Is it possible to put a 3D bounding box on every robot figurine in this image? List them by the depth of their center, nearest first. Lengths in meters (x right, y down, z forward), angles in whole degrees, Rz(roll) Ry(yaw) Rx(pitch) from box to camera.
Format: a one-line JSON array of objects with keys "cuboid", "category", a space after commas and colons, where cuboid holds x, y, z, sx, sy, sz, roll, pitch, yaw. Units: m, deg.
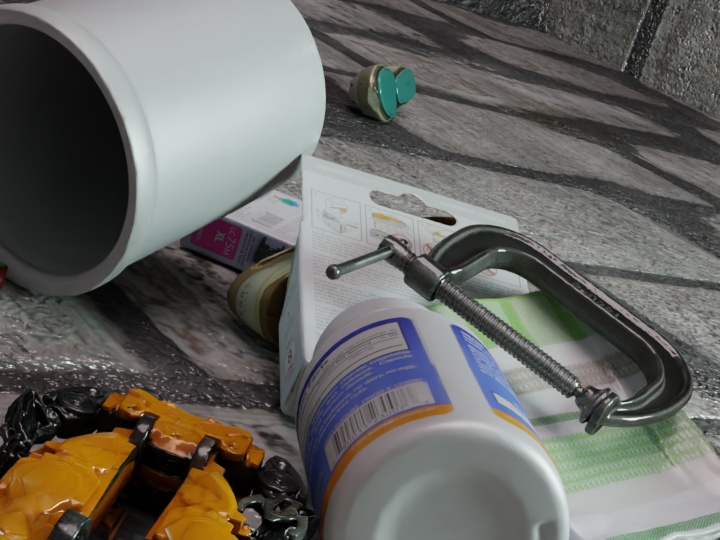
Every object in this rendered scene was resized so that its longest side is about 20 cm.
[{"cuboid": [-0.096, 0.107, 0.664, 0.144, 0.059, 0.200, 21, 16, 3], "category": "robot figurine"}]

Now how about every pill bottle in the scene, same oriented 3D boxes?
[{"cuboid": [0.026, 0.085, 0.791, 0.111, 0.113, 0.200, 16, 15, -13], "category": "pill bottle"}]

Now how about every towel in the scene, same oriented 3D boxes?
[{"cuboid": [0.133, 0.085, 0.932, 0.148, 0.031, 0.201, -6, 48, -40], "category": "towel"}]

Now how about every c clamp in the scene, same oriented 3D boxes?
[{"cuboid": [0.095, 0.034, 0.939, 0.199, 0.027, 0.171, 34, 31, 14], "category": "c clamp"}]

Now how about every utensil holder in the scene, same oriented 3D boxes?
[{"cuboid": [-0.140, -0.097, 1.009, 0.169, 0.171, 0.200, 26, 31, 23], "category": "utensil holder"}]

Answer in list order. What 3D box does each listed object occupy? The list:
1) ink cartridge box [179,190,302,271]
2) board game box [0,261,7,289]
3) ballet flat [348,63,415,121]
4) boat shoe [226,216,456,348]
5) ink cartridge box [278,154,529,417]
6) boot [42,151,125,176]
[{"cuboid": [-0.022, -0.009, 1.192, 0.198, 0.042, 0.119, 20, 16, 10], "category": "ink cartridge box"}, {"cuboid": [-0.312, -0.030, 0.932, 0.199, 0.020, 0.103, 25, 17, 17], "category": "board game box"}, {"cuboid": [0.018, -0.210, 1.927, 0.062, 0.068, 0.200, -5, 6, 15], "category": "ballet flat"}, {"cuboid": [0.000, 0.000, 1.076, 0.199, 0.075, 0.066, -11, 19, -39], "category": "boat shoe"}, {"cuboid": [0.030, 0.025, 1.000, 0.161, 0.057, 0.201, 16, 33, -16], "category": "ink cartridge box"}, {"cuboid": [-0.241, -0.095, 1.161, 0.199, 0.067, 0.174, 28, 17, 32], "category": "boot"}]
